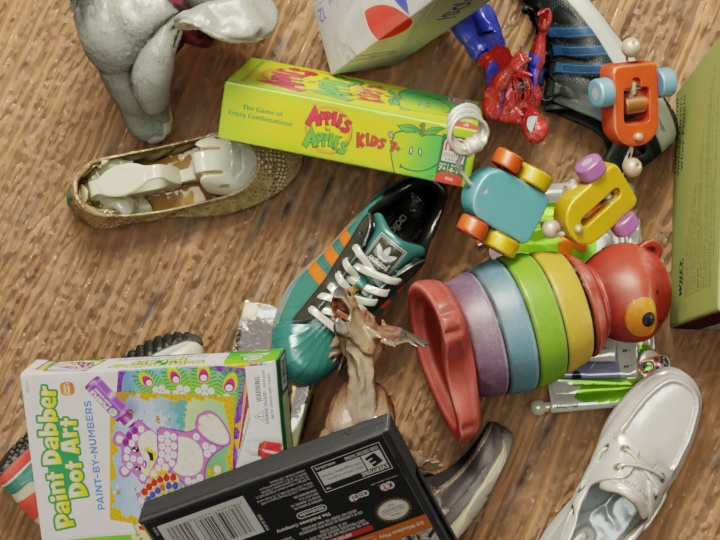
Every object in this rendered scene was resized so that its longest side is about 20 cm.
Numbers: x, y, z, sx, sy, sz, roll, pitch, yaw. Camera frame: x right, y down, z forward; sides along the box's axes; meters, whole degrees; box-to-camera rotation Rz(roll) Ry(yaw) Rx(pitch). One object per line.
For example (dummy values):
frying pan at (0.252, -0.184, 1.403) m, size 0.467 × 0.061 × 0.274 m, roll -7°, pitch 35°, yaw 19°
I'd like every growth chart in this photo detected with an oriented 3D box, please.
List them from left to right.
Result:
growth chart at (0.174, 0.021, 1.169) m, size 0.144 × 0.018 × 0.202 m, roll -11°, pitch 83°, yaw 2°

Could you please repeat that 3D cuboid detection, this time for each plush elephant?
plush elephant at (-0.140, -0.215, 1.119) m, size 0.154 × 0.200 × 0.166 m, roll -11°, pitch 76°, yaw 6°

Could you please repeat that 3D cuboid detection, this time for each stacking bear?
stacking bear at (0.146, 0.035, 1.108) m, size 0.198 × 0.114 × 0.122 m, roll -16°, pitch 114°, yaw -9°

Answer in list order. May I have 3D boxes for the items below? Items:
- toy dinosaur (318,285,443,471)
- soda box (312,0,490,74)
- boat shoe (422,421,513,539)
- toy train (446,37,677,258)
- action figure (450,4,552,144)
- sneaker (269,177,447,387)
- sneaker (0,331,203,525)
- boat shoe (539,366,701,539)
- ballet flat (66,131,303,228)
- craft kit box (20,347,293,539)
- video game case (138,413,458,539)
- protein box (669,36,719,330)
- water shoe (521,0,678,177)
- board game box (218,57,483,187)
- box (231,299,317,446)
toy dinosaur at (0.002, 0.109, 1.086) m, size 0.085 × 0.200 × 0.136 m, roll 5°, pitch 56°, yaw -12°
soda box at (0.042, -0.216, 1.108) m, size 0.068 × 0.200 × 0.064 m, roll -12°, pitch 83°, yaw -33°
boat shoe at (0.043, 0.194, 1.129) m, size 0.073 × 0.075 × 0.200 m, roll 38°, pitch 86°, yaw 6°
toy train at (0.148, -0.091, 1.097) m, size 0.199 × 0.056 × 0.151 m, roll -15°, pitch 107°, yaw -20°
action figure at (0.107, -0.198, 1.135) m, size 0.065 × 0.099 × 0.201 m, roll -17°, pitch 72°, yaw -31°
sneaker at (0.000, 0.000, 1.114) m, size 0.071 × 0.080 × 0.201 m, roll 38°, pitch 65°, yaw -8°
sneaker at (-0.193, 0.134, 1.157) m, size 0.199 × 0.070 × 0.094 m, roll -38°, pitch 101°, yaw -4°
boat shoe at (0.208, 0.169, 1.118) m, size 0.071 × 0.069 × 0.201 m, roll 30°, pitch 91°, yaw 0°
ballet flat at (-0.144, -0.075, 1.169) m, size 0.198 × 0.065 × 0.071 m, roll -16°, pitch 83°, yaw 1°
craft kit box at (-0.147, 0.163, 1.090) m, size 0.196 × 0.049 × 0.202 m, roll -4°, pitch 102°, yaw 9°
video game case at (-0.031, 0.209, 1.039) m, size 0.199 × 0.026 × 0.182 m, roll -21°, pitch 115°, yaw 14°
protein box at (0.317, -0.057, 1.078) m, size 0.134 × 0.200 × 0.200 m, roll 2°, pitch 84°, yaw 3°
water shoe at (0.171, -0.166, 1.162) m, size 0.079 × 0.072 × 0.200 m, roll -38°, pitch 83°, yaw 2°
board game box at (-0.004, -0.120, 1.145) m, size 0.198 × 0.102 × 0.048 m, roll 12°, pitch 110°, yaw 4°
box at (-0.082, 0.130, 1.153) m, size 0.075 × 0.050 × 0.202 m, roll 13°, pitch 85°, yaw 3°
